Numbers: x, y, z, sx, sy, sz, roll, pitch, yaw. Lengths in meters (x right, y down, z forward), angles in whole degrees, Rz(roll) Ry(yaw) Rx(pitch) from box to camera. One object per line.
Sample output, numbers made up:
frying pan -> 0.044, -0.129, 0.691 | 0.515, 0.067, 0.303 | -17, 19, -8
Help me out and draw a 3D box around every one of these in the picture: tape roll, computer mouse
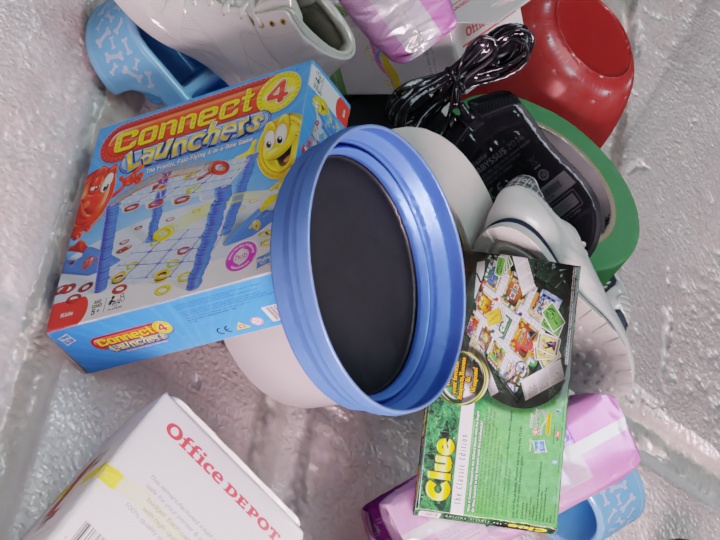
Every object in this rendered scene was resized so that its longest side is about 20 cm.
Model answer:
tape roll -> 0.147, -0.065, 1.667 | 0.200, 0.048, 0.201 | 20, 43, -19
tape roll -> 0.000, 0.000, 1.469 | 0.202, 0.139, 0.203 | 13, 73, -49
computer mouse -> 0.122, -0.088, 1.555 | 0.138, 0.053, 0.200 | -33, 94, -5

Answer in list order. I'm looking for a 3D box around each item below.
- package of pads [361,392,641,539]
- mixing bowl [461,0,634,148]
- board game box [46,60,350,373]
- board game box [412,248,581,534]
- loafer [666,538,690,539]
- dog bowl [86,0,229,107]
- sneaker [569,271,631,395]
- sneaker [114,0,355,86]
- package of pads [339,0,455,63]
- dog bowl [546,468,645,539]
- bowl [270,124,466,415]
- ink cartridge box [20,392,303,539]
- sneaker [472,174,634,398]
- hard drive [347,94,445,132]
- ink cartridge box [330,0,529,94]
package of pads -> 0.103, 0.164, 1.447 | 0.200, 0.121, 0.076 | -27, 84, -14
mixing bowl -> 0.186, -0.197, 1.821 | 0.200, 0.108, 0.201 | 21, 52, -29
board game box -> -0.115, -0.039, 1.386 | 0.056, 0.200, 0.196 | 49, 37, -41
board game box -> 0.100, 0.086, 1.395 | 0.104, 0.023, 0.201 | 10, 71, -4
loafer -> 0.284, 0.313, 1.609 | 0.073, 0.072, 0.200 | 21, 51, -29
dog bowl -> -0.130, -0.149, 1.544 | 0.200, 0.050, 0.111 | 50, 43, -5
sneaker -> 0.158, 0.038, 1.666 | 0.130, 0.079, 0.199 | 43, 54, -24
sneaker -> -0.096, -0.210, 1.482 | 0.200, 0.116, 0.074 | 34, 48, -18
package of pads -> 0.001, -0.270, 1.566 | 0.121, 0.076, 0.200 | 54, 9, -41
dog bowl -> 0.146, 0.144, 1.574 | 0.050, 0.111, 0.200 | -40, 93, -33
bowl -> 0.006, 0.001, 1.323 | 0.200, 0.039, 0.201 | 20, 66, -54
ink cartridge box -> -0.149, 0.204, 1.291 | 0.145, 0.083, 0.200 | 47, 43, -8
sneaker -> 0.164, 0.017, 1.502 | 0.200, 0.076, 0.081 | 57, 34, -28
hard drive -> 0.056, -0.074, 1.683 | 0.200, 0.033, 0.140 | 54, 43, -1
ink cartridge box -> 0.062, -0.199, 1.644 | 0.117, 0.200, 0.067 | -38, 123, -46
